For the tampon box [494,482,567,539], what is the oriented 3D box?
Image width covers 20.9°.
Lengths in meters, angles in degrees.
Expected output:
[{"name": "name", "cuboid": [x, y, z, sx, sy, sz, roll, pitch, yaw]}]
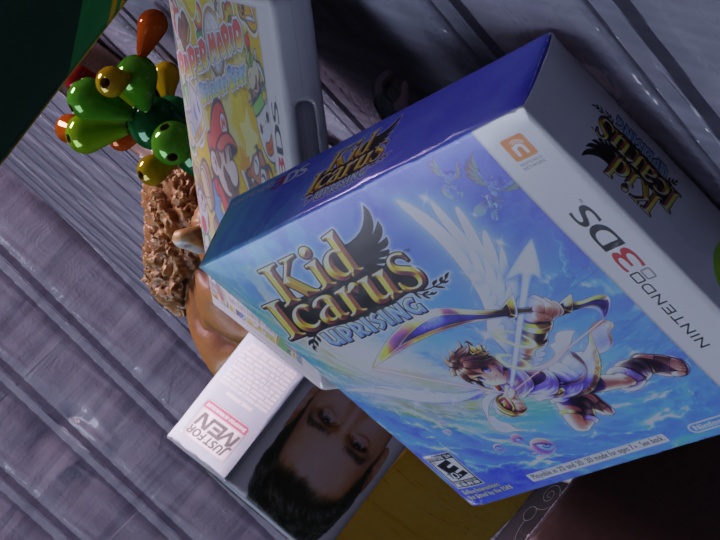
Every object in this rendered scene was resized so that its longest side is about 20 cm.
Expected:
[{"name": "tampon box", "cuboid": [0.214, 0.239, 1.393, 0.200, 0.126, 0.150, 44, 170, -26]}]

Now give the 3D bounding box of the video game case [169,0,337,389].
[{"name": "video game case", "cuboid": [-0.052, -0.052, 0.966, 0.200, 0.023, 0.183, -149, 50, -68]}]

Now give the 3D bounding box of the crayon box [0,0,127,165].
[{"name": "crayon box", "cuboid": [-0.172, -0.134, 0.943, 0.058, 0.173, 0.200, 39, 172, -24]}]

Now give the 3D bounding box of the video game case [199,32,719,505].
[{"name": "video game case", "cuboid": [0.060, 0.011, 0.809, 0.181, 0.046, 0.199, 43, 139, -22]}]

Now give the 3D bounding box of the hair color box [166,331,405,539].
[{"name": "hair color box", "cuboid": [-0.003, 0.046, 1.064, 0.061, 0.200, 0.099, 30, 168, 45]}]

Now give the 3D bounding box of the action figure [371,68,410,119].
[{"name": "action figure", "cuboid": [0.031, 0.006, 0.941, 0.134, 0.149, 0.200, 42, -172, 28]}]

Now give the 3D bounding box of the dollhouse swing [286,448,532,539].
[{"name": "dollhouse swing", "cuboid": [0.028, 0.166, 1.618, 0.182, 0.200, 0.176, 46, 180, -40]}]

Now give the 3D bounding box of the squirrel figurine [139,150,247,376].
[{"name": "squirrel figurine", "cuboid": [-0.097, -0.012, 1.414, 0.199, 0.142, 0.187, 31, 162, 26]}]

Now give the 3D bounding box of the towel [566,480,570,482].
[{"name": "towel", "cuboid": [0.148, 0.123, 1.197, 0.199, 0.030, 0.146, 20, 176, -22]}]

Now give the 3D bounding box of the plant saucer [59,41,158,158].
[{"name": "plant saucer", "cuboid": [-0.205, -0.146, 1.529, 0.200, 0.032, 0.200, 38, 172, 6]}]

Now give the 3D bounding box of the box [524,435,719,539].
[{"name": "box", "cuboid": [0.206, 0.171, 0.935, 0.200, 0.165, 0.166, 31, 169, 46]}]

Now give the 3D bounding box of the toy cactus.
[{"name": "toy cactus", "cuboid": [-0.111, -0.096, 1.258, 0.164, 0.103, 0.200, 22, 176, -22]}]

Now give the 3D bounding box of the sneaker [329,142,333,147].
[{"name": "sneaker", "cuboid": [0.000, 0.000, 1.182, 0.200, 0.083, 0.081, 50, 170, 4]}]
